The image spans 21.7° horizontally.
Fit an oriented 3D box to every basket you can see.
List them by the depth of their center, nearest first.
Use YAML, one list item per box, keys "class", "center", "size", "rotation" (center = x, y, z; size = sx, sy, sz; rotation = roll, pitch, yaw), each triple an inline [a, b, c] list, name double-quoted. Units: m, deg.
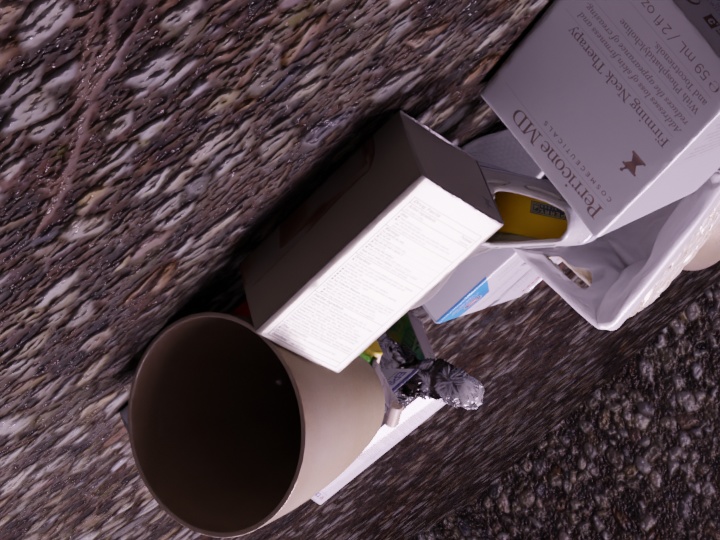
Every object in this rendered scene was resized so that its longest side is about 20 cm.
- class: "basket"
  center: [0.260, -0.064, 1.756]
  size: [0.200, 0.136, 0.123]
  rotation: [-55, 162, 25]

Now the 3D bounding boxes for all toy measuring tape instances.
- class: "toy measuring tape"
  center: [-0.016, 0.087, 1.806]
  size: [0.073, 0.074, 0.200]
  rotation: [-38, -149, 7]

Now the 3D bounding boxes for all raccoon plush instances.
- class: "raccoon plush"
  center: [0.036, 0.128, 2.032]
  size: [0.097, 0.199, 0.134]
  rotation: [-63, 167, -6]

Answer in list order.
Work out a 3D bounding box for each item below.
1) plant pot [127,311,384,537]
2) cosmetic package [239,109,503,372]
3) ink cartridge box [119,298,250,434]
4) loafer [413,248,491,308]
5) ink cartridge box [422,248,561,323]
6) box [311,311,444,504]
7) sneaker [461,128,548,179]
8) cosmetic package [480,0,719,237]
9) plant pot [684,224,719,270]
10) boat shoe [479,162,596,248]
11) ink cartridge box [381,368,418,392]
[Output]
- class: "plant pot"
  center: [-0.069, 0.123, 1.645]
  size: [0.187, 0.188, 0.200]
  rotation: [-44, 161, 27]
- class: "cosmetic package"
  center: [0.006, -0.021, 1.533]
  size: [0.200, 0.088, 0.103]
  rotation: [-41, 131, 23]
- class: "ink cartridge box"
  center: [-0.112, 0.085, 1.758]
  size: [0.200, 0.057, 0.162]
  rotation: [-37, 168, 19]
- class: "loafer"
  center: [0.066, -0.021, 1.832]
  size: [0.070, 0.070, 0.200]
  rotation: [12, 140, -42]
- class: "ink cartridge box"
  center: [0.148, -0.032, 1.952]
  size: [0.145, 0.084, 0.200]
  rotation: [-44, 165, 27]
- class: "box"
  center: [0.004, 0.152, 2.121]
  size: [0.200, 0.145, 0.036]
  rotation: [-39, 124, 12]
- class: "sneaker"
  center: [0.142, -0.091, 1.754]
  size: [0.200, 0.071, 0.099]
  rotation: [-37, 163, -20]
- class: "cosmetic package"
  center: [0.245, -0.166, 1.558]
  size: [0.166, 0.168, 0.200]
  rotation: [-24, 161, -46]
- class: "plant pot"
  center: [0.288, -0.104, 1.909]
  size: [0.134, 0.201, 0.200]
  rotation: [4, 147, -26]
- class: "boat shoe"
  center: [0.104, -0.049, 1.616]
  size: [0.086, 0.201, 0.075]
  rotation: [-14, 111, -54]
- class: "ink cartridge box"
  center: [-0.067, 0.160, 1.842]
  size: [0.199, 0.047, 0.197]
  rotation: [2, -149, 42]
